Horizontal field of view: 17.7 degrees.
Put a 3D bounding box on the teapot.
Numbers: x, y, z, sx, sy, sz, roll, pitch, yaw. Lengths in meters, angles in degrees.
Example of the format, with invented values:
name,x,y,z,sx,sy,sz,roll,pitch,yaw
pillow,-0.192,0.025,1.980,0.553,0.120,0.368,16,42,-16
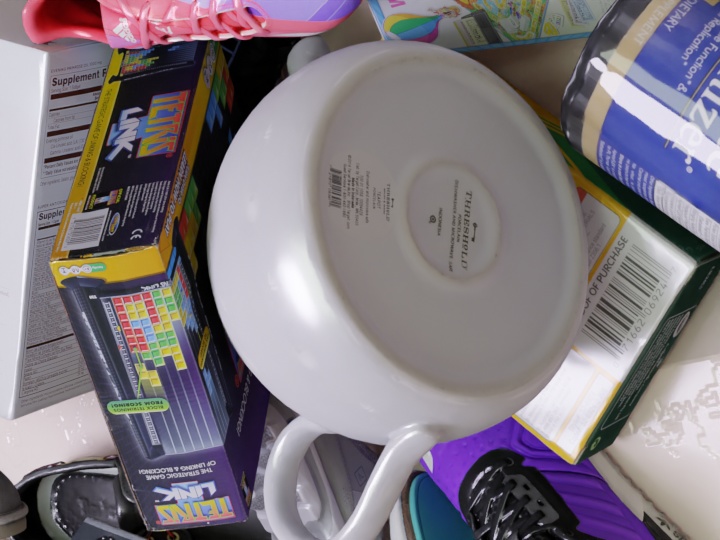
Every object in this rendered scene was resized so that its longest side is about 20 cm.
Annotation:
name,x,y,z,sx,sy,sz,roll,pitch,yaw
teapot,0.000,0.000,1.081,0.146,0.200,0.198,-24,104,49

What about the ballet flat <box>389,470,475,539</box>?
name,x,y,z,sx,sy,sz,roll,pitch,yaw
ballet flat,0.065,0.201,1.214,0.069,0.069,0.200,-39,82,32

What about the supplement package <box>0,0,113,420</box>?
name,x,y,z,sx,sy,sz,roll,pitch,yaw
supplement package,-0.210,-0.053,1.278,0.190,0.147,0.201,18,110,27

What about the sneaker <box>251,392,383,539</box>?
name,x,y,z,sx,sy,sz,roll,pitch,yaw
sneaker,-0.005,0.136,1.235,0.074,0.082,0.201,5,124,42

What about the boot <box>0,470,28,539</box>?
name,x,y,z,sx,sy,sz,roll,pitch,yaw
boot,-0.238,0.025,1.194,0.181,0.072,0.201,18,104,26

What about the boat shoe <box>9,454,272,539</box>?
name,x,y,z,sx,sy,sz,roll,pitch,yaw
boat shoe,-0.113,0.139,1.313,0.200,0.063,0.074,-3,97,32

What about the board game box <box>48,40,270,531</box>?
name,x,y,z,sx,sy,sz,roll,pitch,yaw
board game box,-0.087,-0.001,1.135,0.056,0.201,0.166,-9,126,12

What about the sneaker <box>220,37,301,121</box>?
name,x,y,z,sx,sy,sz,roll,pitch,yaw
sneaker,-0.062,-0.127,1.214,0.078,0.070,0.201,17,108,36

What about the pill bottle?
name,x,y,z,sx,sy,sz,roll,pitch,yaw
pill bottle,0.198,-0.050,1.040,0.200,0.112,0.112,37,118,21

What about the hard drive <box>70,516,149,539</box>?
name,x,y,z,sx,sy,sz,roll,pitch,yaw
hard drive,-0.057,0.213,1.265,0.199,0.033,0.140,17,147,29

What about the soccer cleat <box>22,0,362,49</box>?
name,x,y,z,sx,sy,sz,roll,pitch,yaw
soccer cleat,-0.081,-0.131,1.108,0.199,0.077,0.067,11,140,43

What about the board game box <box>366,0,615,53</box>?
name,x,y,z,sx,sy,sz,roll,pitch,yaw
board game box,0.054,-0.172,1.046,0.134,0.200,0.034,-5,59,14

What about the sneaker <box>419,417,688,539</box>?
name,x,y,z,sx,sy,sz,roll,pitch,yaw
sneaker,0.091,0.128,1.154,0.200,0.099,0.070,40,117,19

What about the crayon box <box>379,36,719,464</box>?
name,x,y,z,sx,sy,sz,roll,pitch,yaw
crayon box,0.071,-0.016,1.164,0.200,0.051,0.126,38,116,19
